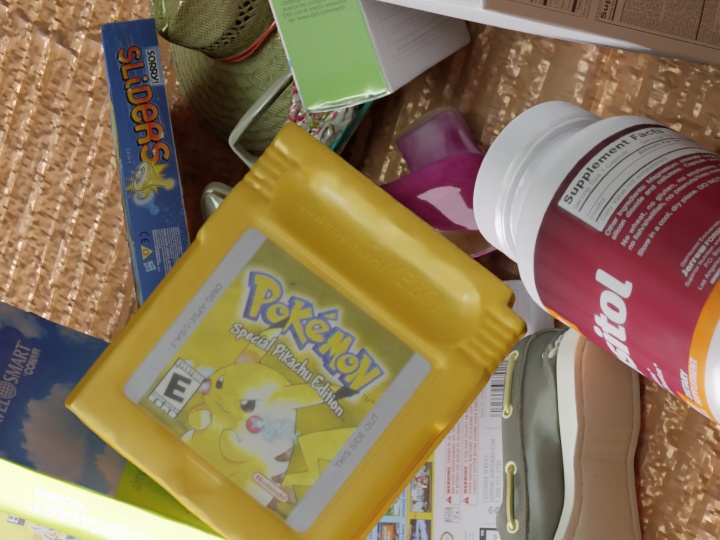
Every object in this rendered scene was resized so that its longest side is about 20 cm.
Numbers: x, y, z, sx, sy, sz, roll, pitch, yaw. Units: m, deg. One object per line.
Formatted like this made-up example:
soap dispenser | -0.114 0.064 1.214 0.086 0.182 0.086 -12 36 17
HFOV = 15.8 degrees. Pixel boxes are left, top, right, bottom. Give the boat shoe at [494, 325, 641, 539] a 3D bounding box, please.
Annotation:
boat shoe | 0.104 0.128 1.348 0.060 0.072 0.202 -7 75 44

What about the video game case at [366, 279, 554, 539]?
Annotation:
video game case | 0.034 0.108 1.455 0.182 0.023 0.201 -4 83 45

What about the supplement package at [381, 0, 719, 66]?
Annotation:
supplement package | 0.088 -0.197 1.311 0.152 0.200 0.151 16 96 44

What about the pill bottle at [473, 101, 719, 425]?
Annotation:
pill bottle | 0.151 -0.007 1.287 0.200 0.113 0.113 34 109 43

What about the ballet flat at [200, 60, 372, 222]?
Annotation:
ballet flat | -0.055 -0.052 1.526 0.200 0.064 0.076 -61 8 13

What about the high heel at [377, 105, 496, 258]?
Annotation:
high heel | 0.000 0.000 1.456 0.200 0.067 0.096 -35 49 12

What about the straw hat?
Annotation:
straw hat | -0.082 -0.177 1.561 0.201 0.085 0.202 -7 81 44

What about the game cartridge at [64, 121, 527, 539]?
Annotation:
game cartridge | -0.033 0.047 1.396 0.176 0.032 0.200 37 88 14

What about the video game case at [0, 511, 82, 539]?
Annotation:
video game case | -0.146 0.213 1.510 0.026 0.180 0.200 -99 26 -65

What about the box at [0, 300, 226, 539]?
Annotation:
box | -0.134 0.098 1.451 0.122 0.200 0.048 -76 9 -51

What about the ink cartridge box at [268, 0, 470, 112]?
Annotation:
ink cartridge box | -0.013 -0.198 1.423 0.059 0.104 0.200 -10 105 32

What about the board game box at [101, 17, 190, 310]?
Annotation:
board game box | -0.124 -0.031 1.559 0.135 0.034 0.200 98 163 -68
